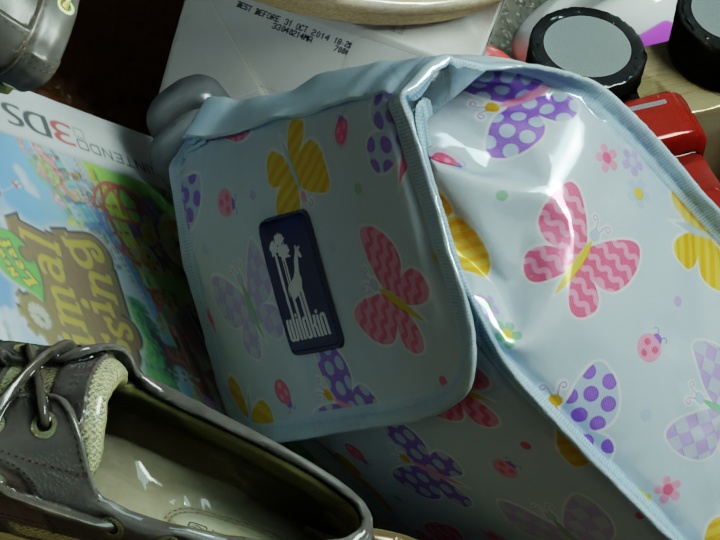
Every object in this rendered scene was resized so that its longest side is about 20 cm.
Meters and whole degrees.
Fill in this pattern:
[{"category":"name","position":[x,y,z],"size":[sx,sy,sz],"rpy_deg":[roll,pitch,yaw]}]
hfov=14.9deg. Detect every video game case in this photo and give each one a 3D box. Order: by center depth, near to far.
[{"category":"video game case","position":[-0.081,0.023,0.972],"size":[0.182,0.022,0.201],"rpy_deg":[19,41,-52]}]

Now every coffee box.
[{"category":"coffee box","position":[0.003,-0.115,1.111],"size":[0.114,0.080,0.200],"rpy_deg":[21,35,2]}]

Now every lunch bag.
[{"category":"lunch bag","position":[0.035,0.015,0.938],"size":[0.200,0.169,0.127],"rpy_deg":[47,62,-22]}]

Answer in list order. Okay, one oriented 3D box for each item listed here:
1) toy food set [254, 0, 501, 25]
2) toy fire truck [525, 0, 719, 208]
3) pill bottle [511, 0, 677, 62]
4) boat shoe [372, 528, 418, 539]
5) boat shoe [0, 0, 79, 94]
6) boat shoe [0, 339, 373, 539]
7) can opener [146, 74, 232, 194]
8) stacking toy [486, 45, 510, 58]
[{"category":"toy food set","position":[-0.014,-0.160,1.052],"size":[0.199,0.049,0.198],"rpy_deg":[-6,40,-26]},{"category":"toy fire truck","position":[0.162,-0.001,1.064],"size":[0.175,0.129,0.201],"rpy_deg":[-14,50,-18]},{"category":"pill bottle","position":[0.155,-0.041,1.213],"size":[0.201,0.104,0.104],"rpy_deg":[60,38,-12]},{"category":"boat shoe","position":[0.028,0.133,0.931],"size":[0.199,0.064,0.072],"rpy_deg":[14,76,-17]},{"category":"boat shoe","position":[-0.129,-0.113,1.007],"size":[0.060,0.072,0.201],"rpy_deg":[35,17,-13]},{"category":"boat shoe","position":[-0.088,0.050,0.831],"size":[0.199,0.065,0.074],"rpy_deg":[23,41,-12]},{"category":"can opener","position":[0.000,0.000,1.047],"size":[0.200,0.067,0.053],"rpy_deg":[51,15,-29]},{"category":"stacking toy","position":[0.074,-0.011,1.153],"size":[0.085,0.085,0.201],"rpy_deg":[3,56,-42]}]
